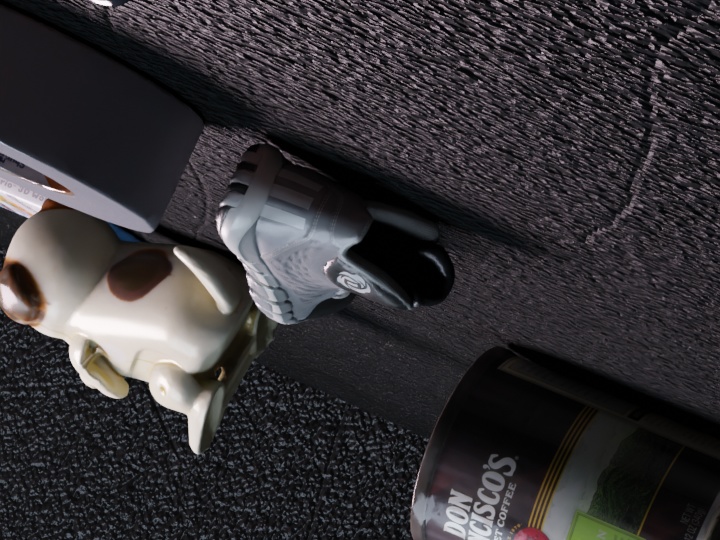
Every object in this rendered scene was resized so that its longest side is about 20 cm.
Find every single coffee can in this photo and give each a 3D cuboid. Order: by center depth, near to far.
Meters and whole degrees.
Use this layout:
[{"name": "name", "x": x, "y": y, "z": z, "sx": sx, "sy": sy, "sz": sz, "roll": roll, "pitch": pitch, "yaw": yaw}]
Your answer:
[{"name": "coffee can", "x": 0.154, "y": 0.153, "z": 1.980, "sx": 0.200, "sy": 0.147, "sz": 0.146, "roll": 21, "pitch": 174, "yaw": 20}]

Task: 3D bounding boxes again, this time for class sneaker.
[{"name": "sneaker", "x": 0.000, "y": 0.000, "z": 1.598, "sx": 0.115, "sy": 0.075, "sz": 0.200, "roll": 20, "pitch": 172, "yaw": 18}]

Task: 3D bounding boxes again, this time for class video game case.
[{"name": "video game case", "x": -0.280, "y": -0.060, "z": 2.462, "sx": 0.200, "sy": 0.018, "sz": 0.143, "roll": 22, "pitch": 174, "yaw": 23}]

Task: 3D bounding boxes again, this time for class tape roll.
[{"name": "tape roll", "x": -0.186, "y": -0.090, "z": 1.574, "sx": 0.200, "sy": 0.066, "sz": 0.200, "roll": 25, "pitch": 174, "yaw": 3}]

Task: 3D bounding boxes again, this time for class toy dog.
[{"name": "toy dog", "x": -0.183, "y": 0.027, "z": 2.288, "sx": 0.200, "sy": 0.140, "sz": 0.194, "roll": 23, "pitch": 161, "yaw": 12}]

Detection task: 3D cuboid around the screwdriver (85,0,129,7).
[{"name": "screwdriver", "x": -0.074, "y": -0.106, "z": 1.121, "sx": 0.028, "sy": 0.029, "sz": 0.200, "roll": 27, "pitch": 179, "yaw": -30}]
